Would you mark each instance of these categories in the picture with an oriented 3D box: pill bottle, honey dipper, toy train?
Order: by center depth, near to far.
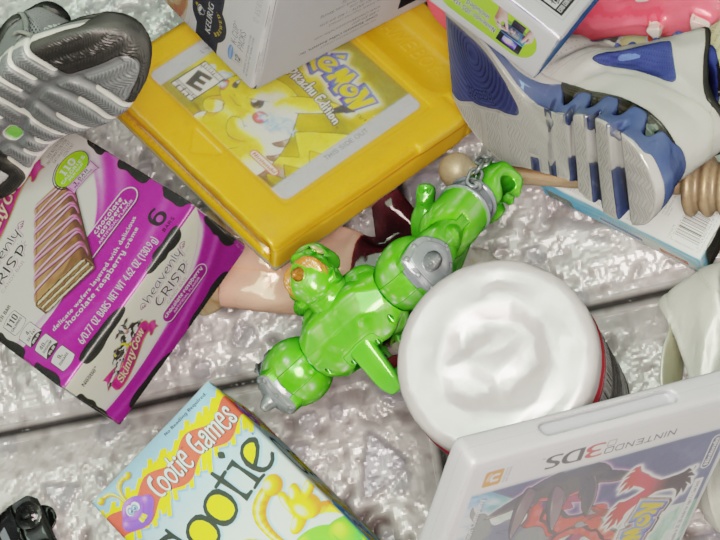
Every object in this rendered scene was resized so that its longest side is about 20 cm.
[{"bbox_3d":[0.094,0.072,1.316,0.110,0.200,0.111,-4,73,13],"label":"pill bottle"},{"bbox_3d":[0.143,-0.054,1.392,0.200,0.038,0.038,5,75,21],"label":"honey dipper"},{"bbox_3d":[-0.177,0.232,1.429,0.046,0.034,0.200,-31,69,8],"label":"toy train"}]

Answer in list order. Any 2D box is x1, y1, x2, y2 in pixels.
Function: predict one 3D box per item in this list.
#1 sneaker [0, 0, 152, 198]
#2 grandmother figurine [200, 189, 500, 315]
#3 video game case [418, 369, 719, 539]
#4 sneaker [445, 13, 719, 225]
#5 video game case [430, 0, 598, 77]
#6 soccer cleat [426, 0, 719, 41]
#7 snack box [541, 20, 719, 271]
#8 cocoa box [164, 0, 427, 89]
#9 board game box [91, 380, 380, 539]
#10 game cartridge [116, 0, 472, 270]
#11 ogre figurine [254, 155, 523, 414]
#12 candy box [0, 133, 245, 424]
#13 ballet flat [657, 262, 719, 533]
[{"bbox_3d":[-0.189,-0.133,1.418,0.200,0.075,0.116,-30,36,42],"label":"sneaker"},{"bbox_3d":[0.000,0.000,1.441,0.200,0.061,0.122,9,100,14],"label":"grandmother figurine"},{"bbox_3d":[0.106,0.145,1.259,0.182,0.200,0.023,-12,48,-29],"label":"video game case"},{"bbox_3d":[0.147,-0.103,1.372,0.115,0.081,0.199,-27,43,-26],"label":"sneaker"},{"bbox_3d":[0.083,-0.232,1.349,0.181,0.045,0.200,38,55,3],"label":"video game case"},{"bbox_3d":[0.138,-0.175,1.426,0.200,0.067,0.077,0,39,31],"label":"soccer cleat"},{"bbox_3d":[0.208,-0.111,1.427,0.116,0.037,0.200,28,83,20],"label":"snack box"},{"bbox_3d":[-0.024,-0.230,1.428,0.200,0.134,0.131,-30,64,-32],"label":"cocoa box"},{"bbox_3d":[-0.045,0.177,1.373,0.105,0.103,0.200,-46,69,-2],"label":"board game box"},{"bbox_3d":[-0.034,-0.113,1.450,0.200,0.032,0.176,-37,64,-22],"label":"game cartridge"},{"bbox_3d":[0.007,0.018,1.346,0.200,0.120,0.098,-21,101,19],"label":"ogre figurine"},{"bbox_3d":[-0.184,-0.010,1.451,0.200,0.061,0.137,30,82,43],"label":"candy box"},{"bbox_3d":[0.212,0.094,1.360,0.069,0.069,0.200,-11,68,11],"label":"ballet flat"}]
